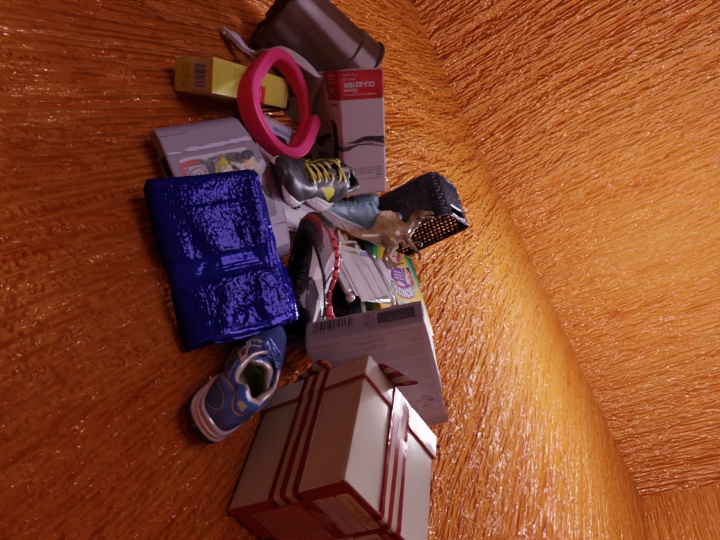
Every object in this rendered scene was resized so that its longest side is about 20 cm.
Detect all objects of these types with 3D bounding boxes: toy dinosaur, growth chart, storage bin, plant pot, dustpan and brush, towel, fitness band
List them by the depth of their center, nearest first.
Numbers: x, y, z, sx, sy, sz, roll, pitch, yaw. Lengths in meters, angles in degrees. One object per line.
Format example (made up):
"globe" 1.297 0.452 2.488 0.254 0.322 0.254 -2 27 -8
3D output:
"towel" -0.157 -0.020 0.625 0.146 0.049 0.203 -14 84 -36
"fitness band" -0.119 -0.249 0.809 0.144 0.037 0.201 56 32 -35
"growth chart" 0.000 0.000 0.861 0.199 0.018 0.146 18 42 -59
"dustpan and brush" -0.161 -0.354 0.928 0.057 0.140 0.201 -38 88 -26
"toy dinosaur" 0.048 -0.055 0.936 0.198 0.058 0.102 -15 86 -33
"plant pot" -0.088 -0.431 1.028 0.198 0.199 0.202 39 36 -30
"storage bin" 0.099 -0.102 1.075 0.135 0.198 0.095 14 55 -57

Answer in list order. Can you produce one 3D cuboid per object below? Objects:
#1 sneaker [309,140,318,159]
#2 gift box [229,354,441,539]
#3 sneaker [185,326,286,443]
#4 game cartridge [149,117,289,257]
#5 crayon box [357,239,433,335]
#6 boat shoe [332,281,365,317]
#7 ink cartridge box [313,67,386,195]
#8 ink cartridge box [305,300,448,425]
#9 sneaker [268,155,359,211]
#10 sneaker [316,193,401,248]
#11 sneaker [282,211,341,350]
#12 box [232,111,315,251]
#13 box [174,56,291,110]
"sneaker" -0.022 -0.257 1.071 0.074 0.117 0.200 63 28 -9
"gift box" -0.006 0.223 0.624 0.185 0.198 0.188 57 26 -27
"sneaker" -0.119 0.118 0.621 0.076 0.076 0.200 55 22 -15
"game cartridge" -0.172 -0.099 0.692 0.132 0.041 0.202 -22 88 -40
"crayon box" 0.057 0.047 1.032 0.199 0.058 0.175 14 57 -57
"boat shoe" -0.029 0.085 0.831 0.065 0.075 0.201 3 47 -22
"ink cartridge box" -0.021 -0.243 0.932 0.144 0.083 0.203 -143 -135 -61
"ink cartridge box" 0.029 0.143 0.735 0.048 0.158 0.202 -91 166 -54
"sneaker" -0.063 -0.140 0.781 0.075 0.084 0.200 67 17 4
"sneaker" -0.011 -0.113 0.961 0.198 0.083 0.074 22 12 -30
"sneaker" -0.079 0.016 0.744 0.097 0.070 0.204 4 89 -51
"box" -0.135 -0.135 0.823 0.116 0.060 0.202 12 59 -59
"box" -0.188 -0.284 0.821 0.200 0.074 0.051 -20 118 -65
